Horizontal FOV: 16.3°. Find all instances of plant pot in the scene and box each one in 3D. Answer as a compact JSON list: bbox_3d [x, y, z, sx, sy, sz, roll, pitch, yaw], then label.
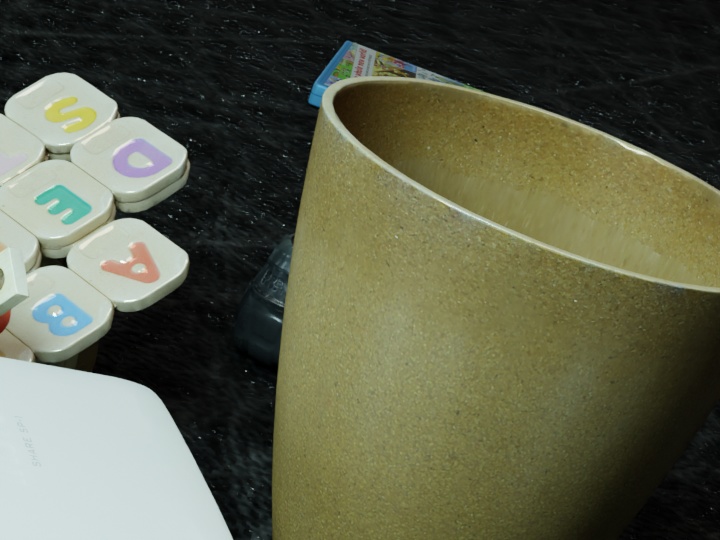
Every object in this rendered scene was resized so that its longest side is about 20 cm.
[{"bbox_3d":[0.043,0.053,0.960,0.186,0.200,0.186,17,19,-6],"label":"plant pot"}]

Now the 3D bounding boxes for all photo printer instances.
[{"bbox_3d":[-0.152,0.084,0.872,0.200,0.069,0.166,11,22,-24],"label":"photo printer"}]

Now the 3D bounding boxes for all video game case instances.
[{"bbox_3d":[0.070,-0.101,1.710,0.200,0.018,0.143,21,19,2],"label":"video game case"}]

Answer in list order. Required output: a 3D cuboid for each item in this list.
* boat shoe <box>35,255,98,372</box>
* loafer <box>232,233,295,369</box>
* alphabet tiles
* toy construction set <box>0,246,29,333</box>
[{"bbox_3d":[-0.182,-0.007,1.105,0.065,0.072,0.200,8,28,-36],"label":"boat shoe"},{"bbox_3d":[0.000,0.000,1.267,0.068,0.070,0.201,26,19,16],"label":"loafer"},{"bbox_3d":[-0.175,-0.018,1.060,0.200,0.015,0.196,-33,49,-27],"label":"alphabet tiles"},{"bbox_3d":[-0.228,-0.011,0.937,0.200,0.131,0.092,28,25,-34],"label":"toy construction set"}]
